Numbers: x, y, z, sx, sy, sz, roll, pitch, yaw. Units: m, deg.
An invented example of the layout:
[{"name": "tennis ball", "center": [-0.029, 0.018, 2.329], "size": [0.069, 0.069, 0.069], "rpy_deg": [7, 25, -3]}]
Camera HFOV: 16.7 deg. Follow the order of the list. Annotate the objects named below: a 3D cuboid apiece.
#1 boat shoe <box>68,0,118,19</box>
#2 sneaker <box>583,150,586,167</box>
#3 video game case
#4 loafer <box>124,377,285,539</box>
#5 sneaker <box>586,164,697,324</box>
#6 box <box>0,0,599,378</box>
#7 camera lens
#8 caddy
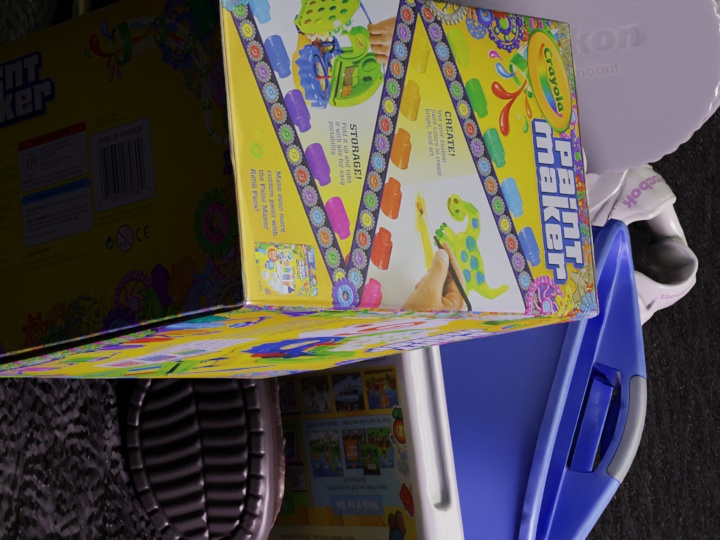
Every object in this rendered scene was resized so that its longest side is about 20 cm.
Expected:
[{"name": "boat shoe", "center": [-0.093, -0.161, 1.137], "size": [0.065, 0.073, 0.200], "rpy_deg": [53, 34, -55]}, {"name": "sneaker", "center": [0.063, -0.049, 1.110], "size": [0.200, 0.084, 0.073], "rpy_deg": [-93, -179, -72]}, {"name": "video game case", "center": [-0.016, 0.066, 1.131], "size": [0.023, 0.200, 0.182], "rpy_deg": [-6, 88, -28]}, {"name": "loafer", "center": [-0.066, 0.036, 1.134], "size": [0.071, 0.073, 0.200], "rpy_deg": [0, 82, -67]}, {"name": "sneaker", "center": [0.134, 0.011, 1.344], "size": [0.075, 0.100, 0.200], "rpy_deg": [-36, 143, -25]}, {"name": "box", "center": [-0.047, -0.027, 0.963], "size": [0.192, 0.200, 0.122], "rpy_deg": [3, 78, -46]}, {"name": "camera lens", "center": [0.131, -0.160, 1.267], "size": [0.200, 0.160, 0.160], "rpy_deg": [-65, 141, -54]}, {"name": "caddy", "center": [0.083, 0.067, 1.175], "size": [0.141, 0.105, 0.200], "rpy_deg": [70, 34, -63]}]
